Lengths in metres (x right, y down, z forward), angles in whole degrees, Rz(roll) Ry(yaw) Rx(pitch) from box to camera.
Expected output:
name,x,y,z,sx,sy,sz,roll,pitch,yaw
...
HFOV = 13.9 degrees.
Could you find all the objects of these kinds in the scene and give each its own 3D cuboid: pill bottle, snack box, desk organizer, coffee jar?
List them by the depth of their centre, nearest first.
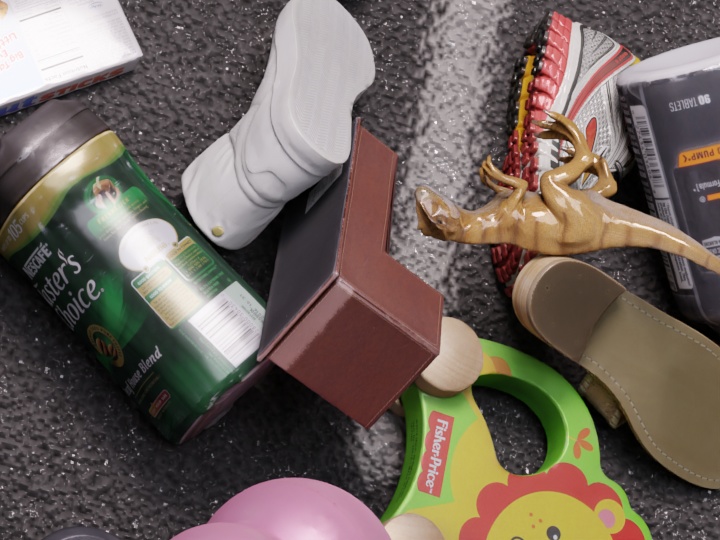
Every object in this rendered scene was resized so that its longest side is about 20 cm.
name,x,y,z,sx,sy,sz,roll,pitch,yaw
desk organizer,0.000,0.000,1.694,0.077,0.072,0.200,36,25,-14
coffee jar,-0.137,-0.001,1.698,0.085,0.104,0.200,-40,85,-26
snack box,-0.234,-0.125,1.757,0.199,0.024,0.072,-21,80,-23
pill bottle,0.231,-0.038,1.804,0.106,0.106,0.201,-21,100,-23

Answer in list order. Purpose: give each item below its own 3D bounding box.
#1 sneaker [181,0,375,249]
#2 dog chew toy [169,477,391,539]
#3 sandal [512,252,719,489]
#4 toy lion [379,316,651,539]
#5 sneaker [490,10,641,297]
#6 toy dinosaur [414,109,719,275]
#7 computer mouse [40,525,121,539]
name,x,y,z,sx,sy,sz,roll,pitch,yaw
sneaker,-0.057,-0.090,1.770,0.074,0.116,0.200,43,26,-15
dog chew toy,-0.065,0.186,1.597,0.200,0.124,0.125,-17,74,-52
sandal,0.158,0.051,1.785,0.212,0.070,0.078,40,84,-32
toy lion,0.092,0.148,1.741,0.191,0.069,0.201,18,66,-17
sneaker,0.133,-0.064,1.818,0.082,0.078,0.201,16,67,-12
toy dinosaur,0.130,-0.031,1.720,0.199,0.060,0.107,5,59,1
computer mouse,-0.150,0.243,1.637,0.138,0.053,0.201,-9,86,-22
